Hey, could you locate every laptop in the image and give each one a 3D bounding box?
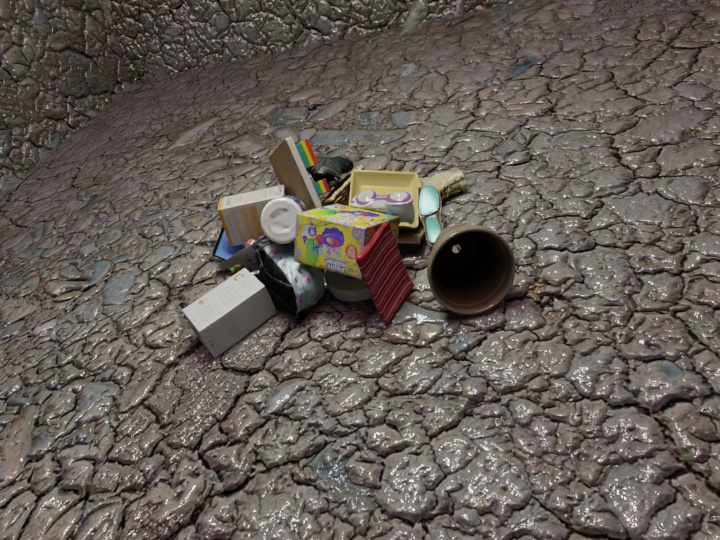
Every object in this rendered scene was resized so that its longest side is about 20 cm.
[{"bbox_3d":[-0.322,-0.100,1.645,0.196,0.104,0.180,-22,36,18],"label":"laptop"}]

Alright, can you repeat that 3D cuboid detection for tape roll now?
[{"bbox_3d":[0.000,0.000,1.448,0.197,0.038,0.206,-11,39,9],"label":"tape roll"}]

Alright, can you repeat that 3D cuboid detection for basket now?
[{"bbox_3d":[-0.070,-0.215,1.649,0.140,0.152,0.201,12,47,33],"label":"basket"}]

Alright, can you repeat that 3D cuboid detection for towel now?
[{"bbox_3d":[0.061,0.006,1.279,0.022,0.203,0.145,3,40,39],"label":"towel"}]

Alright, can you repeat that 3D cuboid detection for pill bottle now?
[{"bbox_3d":[-0.194,-0.138,1.431,0.108,0.114,0.200,-16,10,2],"label":"pill bottle"}]

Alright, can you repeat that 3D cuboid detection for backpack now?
[{"bbox_3d":[-0.184,0.017,1.411,0.125,0.170,0.199,-30,44,-24],"label":"backpack"}]

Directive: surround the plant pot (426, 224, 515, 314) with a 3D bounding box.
[{"bbox_3d":[0.243,-0.026,1.277,0.194,0.205,0.174,-15,21,3],"label":"plant pot"}]

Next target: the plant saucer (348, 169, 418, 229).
[{"bbox_3d":[0.066,-0.190,1.537,0.193,0.049,0.205,3,56,3],"label":"plant saucer"}]

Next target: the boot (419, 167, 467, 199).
[{"bbox_3d":[0.246,-0.231,1.605,0.151,0.074,0.202,-17,35,0],"label":"boot"}]

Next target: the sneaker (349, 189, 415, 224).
[{"bbox_3d":[0.056,-0.157,1.444,0.196,0.101,0.075,9,47,35],"label":"sneaker"}]

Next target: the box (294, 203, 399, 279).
[{"bbox_3d":[-0.031,-0.078,1.354,0.195,0.126,0.192,14,20,26],"label":"box"}]

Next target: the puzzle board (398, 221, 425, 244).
[{"bbox_3d":[0.086,-0.105,1.525,0.194,0.018,0.151,1,25,19],"label":"puzzle board"}]

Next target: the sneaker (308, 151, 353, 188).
[{"bbox_3d":[-0.079,-0.288,1.626,0.076,0.116,0.197,-39,-18,32],"label":"sneaker"}]

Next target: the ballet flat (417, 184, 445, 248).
[{"bbox_3d":[0.195,-0.137,1.480,0.068,0.066,0.205,-10,58,15],"label":"ballet flat"}]

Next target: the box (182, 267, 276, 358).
[{"bbox_3d":[-0.336,0.106,1.407,0.198,0.099,0.124,-36,40,-21],"label":"box"}]

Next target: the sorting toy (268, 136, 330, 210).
[{"bbox_3d":[-0.166,-0.261,1.535,0.068,0.204,0.198,-27,8,-22],"label":"sorting toy"}]

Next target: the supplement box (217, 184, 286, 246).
[{"bbox_3d":[-0.302,-0.160,1.588,0.194,0.129,0.074,-11,35,1],"label":"supplement box"}]

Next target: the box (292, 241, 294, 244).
[{"bbox_3d":[-0.152,-0.088,1.552,0.075,0.050,0.200,-46,24,1],"label":"box"}]

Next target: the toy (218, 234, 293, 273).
[{"bbox_3d":[-0.291,-0.056,1.517,0.197,0.114,0.048,-32,61,25],"label":"toy"}]
